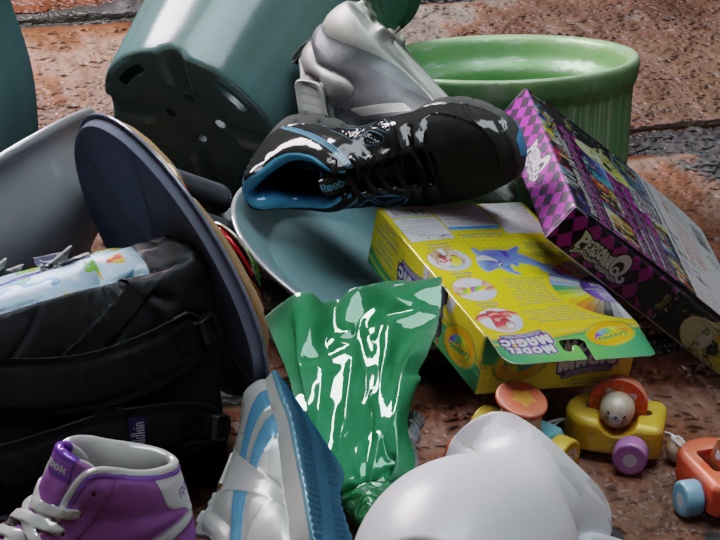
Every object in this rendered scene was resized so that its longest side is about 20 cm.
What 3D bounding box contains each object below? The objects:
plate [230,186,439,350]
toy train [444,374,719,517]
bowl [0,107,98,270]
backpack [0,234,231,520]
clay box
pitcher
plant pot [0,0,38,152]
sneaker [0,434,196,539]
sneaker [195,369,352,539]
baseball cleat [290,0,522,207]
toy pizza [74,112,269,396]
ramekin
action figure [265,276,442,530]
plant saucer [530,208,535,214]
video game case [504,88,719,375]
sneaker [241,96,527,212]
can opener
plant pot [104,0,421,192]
[{"bbox_3d":[0.000,0.000,1.832,0.199,0.026,0.201,21,28,-12],"label":"plate"},{"bbox_3d":[0.154,0.109,1.649,0.199,0.056,0.150,-4,27,-17],"label":"toy train"},{"bbox_3d":[-0.236,-0.016,1.757,0.200,0.091,0.201,-34,3,2],"label":"bowl"},{"bbox_3d":[-0.194,0.071,1.582,0.199,0.164,0.153,-22,27,-31],"label":"backpack"},{"bbox_3d":[0.096,0.022,1.745,0.114,0.048,0.200,-3,31,-25],"label":"clay box"},{"bbox_3d":[0.090,0.166,1.476,0.171,0.122,0.200,28,20,12],"label":"pitcher"},{"bbox_3d":[-0.325,-0.144,1.936,0.199,0.189,0.200,3,26,-2],"label":"plant pot"},{"bbox_3d":[-0.185,0.148,1.446,0.199,0.115,0.073,-18,33,-25],"label":"sneaker"},{"bbox_3d":[-0.055,0.129,1.535,0.080,0.077,0.200,-30,27,11],"label":"sneaker"},{"bbox_3d":[0.027,-0.096,1.888,0.200,0.106,0.070,52,16,26],"label":"baseball cleat"},{"bbox_3d":[-0.109,-0.012,1.645,0.032,0.201,0.200,-32,40,-20],"label":"toy pizza"},{"bbox_3d":[0.109,-0.111,2.001,0.198,0.098,0.200,-2,15,0],"label":"ramekin"},{"bbox_3d":[0.001,0.089,1.646,0.117,0.055,0.201,-16,39,11],"label":"action figure"},{"bbox_3d":[0.117,-0.003,1.886,0.070,0.019,0.200,24,25,10],"label":"plant saucer"},{"bbox_3d":[0.183,-0.026,1.838,0.181,0.036,0.200,37,17,-22],"label":"video game case"},{"bbox_3d":[0.015,-0.066,1.797,0.199,0.074,0.082,-5,22,27],"label":"sneaker"},{"bbox_3d":[-0.112,-0.030,1.824,0.066,0.053,0.200,-24,-19,19],"label":"can opener"},{"bbox_3d":[-0.084,-0.178,2.010,0.199,0.201,0.197,16,55,22],"label":"plant pot"}]
